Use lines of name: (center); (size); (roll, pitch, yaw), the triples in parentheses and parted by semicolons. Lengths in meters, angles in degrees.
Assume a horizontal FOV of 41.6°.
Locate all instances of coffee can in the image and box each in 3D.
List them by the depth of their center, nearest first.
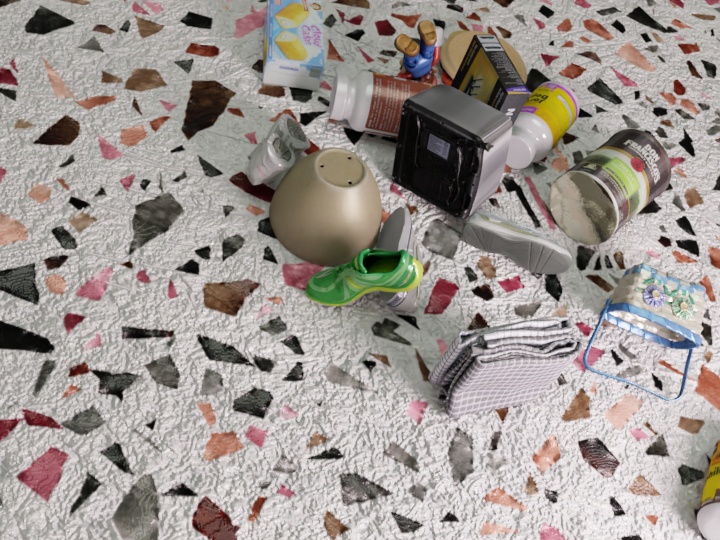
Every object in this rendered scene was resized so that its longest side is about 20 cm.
coffee can: (0.468, -0.158, 1.772); (0.146, 0.147, 0.199); (43, 54, 17)

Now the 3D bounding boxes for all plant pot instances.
plant pot: (-0.048, -0.127, 1.600); (0.197, 0.135, 0.202); (8, 52, -10)

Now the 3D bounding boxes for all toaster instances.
toaster: (0.165, -0.208, 1.677); (0.199, 0.182, 0.118); (32, 48, 25)

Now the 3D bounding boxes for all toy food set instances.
toy food set: (0.251, -0.426, 1.976); (0.198, 0.049, 0.199); (30, 51, 7)

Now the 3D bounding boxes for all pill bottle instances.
pill bottle: (0.593, 0.326, 1.462); (0.108, 0.110, 0.201); (29, 50, 6)
pill bottle: (0.044, -0.311, 1.783); (0.197, 0.113, 0.113); (9, 51, -10)
pill bottle: (0.346, -0.282, 1.857); (0.104, 0.105, 0.200); (34, 51, 11)

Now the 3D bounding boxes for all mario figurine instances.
mario figurine: (0.096, -0.408, 1.823); (0.122, 0.200, 0.108); (3, 71, 3)

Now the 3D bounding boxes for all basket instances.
basket: (0.482, 0.100, 1.596); (0.174, 0.139, 0.202); (20, 84, 0)

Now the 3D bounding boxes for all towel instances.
towel: (0.221, 0.148, 1.452); (0.197, 0.166, 0.086); (-7, 61, -21)

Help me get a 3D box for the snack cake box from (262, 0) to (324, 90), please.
snack cake box: (-0.132, -0.453, 1.868); (0.113, 0.068, 0.202); (5, 52, -12)

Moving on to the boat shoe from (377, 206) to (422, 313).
boat shoe: (0.075, -0.017, 1.599); (0.065, 0.072, 0.202); (31, 39, -30)

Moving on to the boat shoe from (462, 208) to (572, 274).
boat shoe: (0.283, -0.055, 1.686); (0.199, 0.075, 0.065); (18, 49, 9)

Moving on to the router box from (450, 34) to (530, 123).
router box: (0.229, -0.315, 1.785); (0.052, 0.201, 0.158); (-7, 55, -25)

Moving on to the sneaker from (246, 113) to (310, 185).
sneaker: (-0.155, -0.210, 1.669); (0.078, 0.099, 0.200); (51, 26, -10)

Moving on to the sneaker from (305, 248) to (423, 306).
sneaker: (0.000, 0.000, 1.513); (0.197, 0.084, 0.075); (-13, 48, 19)
